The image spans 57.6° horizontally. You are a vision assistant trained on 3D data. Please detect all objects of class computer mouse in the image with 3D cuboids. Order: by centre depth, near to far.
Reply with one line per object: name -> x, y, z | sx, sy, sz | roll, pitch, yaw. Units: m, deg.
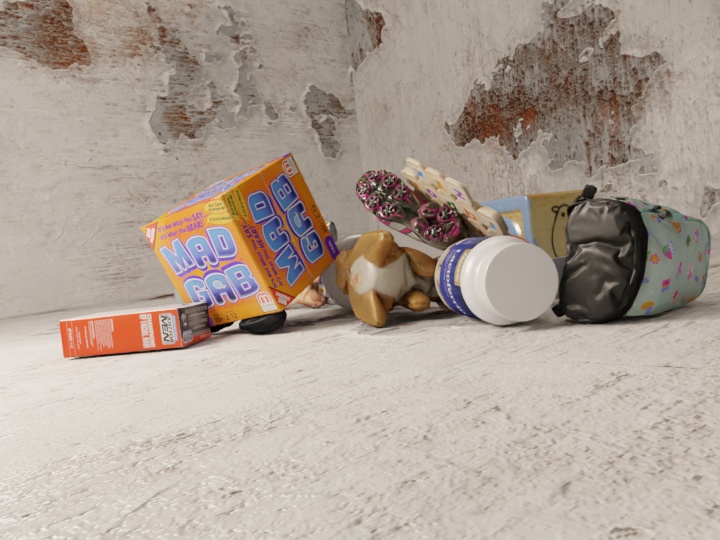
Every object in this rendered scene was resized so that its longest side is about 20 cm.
computer mouse -> -0.196, 0.092, 1.088 | 0.199, 0.034, 0.059 | -11, 21, 40

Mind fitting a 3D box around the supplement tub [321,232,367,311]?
supplement tub -> 0.000, 0.000, 1.272 | 0.145, 0.146, 0.200 | -7, 3, 0

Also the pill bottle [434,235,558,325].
pill bottle -> 0.177, 0.011, 0.871 | 0.115, 0.116, 0.200 | -7, 2, -8

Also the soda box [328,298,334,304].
soda box -> -0.006, 0.032, 1.500 | 0.068, 0.064, 0.200 | -5, 4, 27

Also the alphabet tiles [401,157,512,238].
alphabet tiles -> 0.145, -0.092, 0.972 | 0.200, 0.015, 0.196 | 35, -8, 41

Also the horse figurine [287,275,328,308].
horse figurine -> -0.150, 0.036, 1.433 | 0.199, 0.133, 0.050 | -11, -29, 21

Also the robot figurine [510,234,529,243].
robot figurine -> 0.227, -0.005, 1.107 | 0.143, 0.117, 0.200 | -6, 2, -8

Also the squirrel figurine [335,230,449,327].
squirrel figurine -> 0.067, 0.010, 1.057 | 0.186, 0.142, 0.200 | -1, 2, -30

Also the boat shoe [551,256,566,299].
boat shoe -> 0.360, 0.010, 1.019 | 0.199, 0.070, 0.066 | -6, -5, -3

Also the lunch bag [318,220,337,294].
lunch bag -> -0.098, -0.027, 1.537 | 0.075, 0.201, 0.160 | 2, 2, 4

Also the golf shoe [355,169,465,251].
golf shoe -> 0.075, -0.086, 1.023 | 0.200, 0.073, 0.092 | 36, -5, 26

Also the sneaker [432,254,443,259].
sneaker -> 0.211, 0.006, 1.430 | 0.199, 0.079, 0.077 | -6, 11, 31

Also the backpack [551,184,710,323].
backpack -> 0.343, -0.013, 0.816 | 0.199, 0.168, 0.126 | -5, 20, -41

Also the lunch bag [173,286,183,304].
lunch bag -> -0.382, 0.060, 1.707 | 0.199, 0.077, 0.160 | -7, 1, -15

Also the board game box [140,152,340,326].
board game box -> -0.196, -0.049, 1.109 | 0.199, 0.201, 0.200 | -14, 21, 36

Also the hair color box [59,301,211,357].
hair color box -> -0.353, 0.093, 1.037 | 0.199, 0.064, 0.111 | -7, 1, 11

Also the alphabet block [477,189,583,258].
alphabet block -> 0.403, -0.079, 1.523 | 0.199, 0.196, 0.196 | -9, 5, -29
